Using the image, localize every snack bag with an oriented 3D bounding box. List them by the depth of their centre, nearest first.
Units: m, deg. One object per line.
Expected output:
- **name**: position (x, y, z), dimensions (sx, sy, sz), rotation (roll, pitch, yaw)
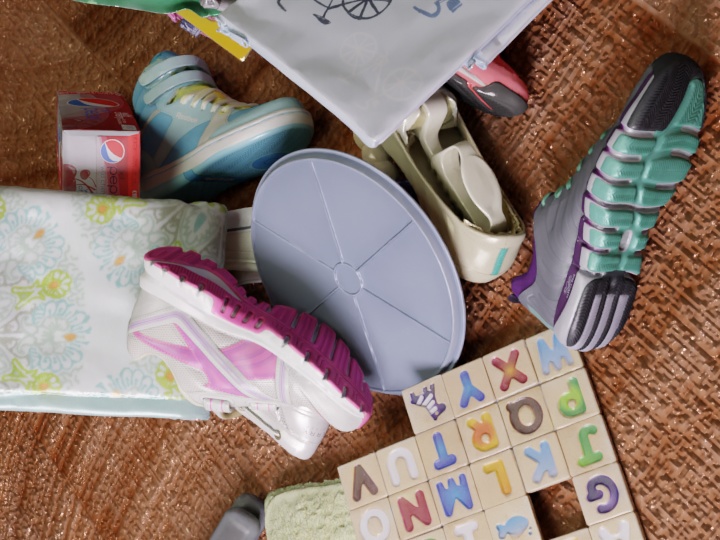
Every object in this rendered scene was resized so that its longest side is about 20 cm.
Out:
- **snack bag**: position (0.023, -0.189, 0.957), dimensions (0.200, 0.021, 0.189), rotation (-44, 58, -8)

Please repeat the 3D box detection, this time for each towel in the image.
- **towel**: position (0.001, 0.222, 1.030), dimensions (0.200, 0.036, 0.148), rotation (-20, 74, 40)
- **towel**: position (-0.207, 0.025, 1.061), dimensions (0.048, 0.200, 0.171), rotation (157, 118, -81)

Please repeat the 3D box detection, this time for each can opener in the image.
- **can opener**: position (-0.123, 0.273, 1.140), dimensions (0.066, 0.053, 0.200), rotation (28, 110, 5)

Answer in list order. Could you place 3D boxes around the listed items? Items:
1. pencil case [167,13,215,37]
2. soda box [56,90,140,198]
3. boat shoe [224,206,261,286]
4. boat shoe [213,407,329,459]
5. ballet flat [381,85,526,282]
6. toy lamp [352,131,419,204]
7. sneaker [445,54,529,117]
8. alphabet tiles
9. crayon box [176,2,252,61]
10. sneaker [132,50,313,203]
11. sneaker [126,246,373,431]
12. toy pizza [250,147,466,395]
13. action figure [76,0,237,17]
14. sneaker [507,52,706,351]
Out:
- **pencil case**: position (-0.094, -0.285, 1.126), dimensions (0.083, 0.087, 0.200), rotation (30, 104, 33)
- **soda box**: position (-0.225, -0.104, 1.180), dimensions (0.200, 0.063, 0.070), rotation (-128, 39, -69)
- **boat shoe**: position (-0.129, -0.002, 1.149), dimensions (0.200, 0.071, 0.070), rotation (-10, 75, 35)
- **boat shoe**: position (-0.103, 0.087, 1.114), dimensions (0.200, 0.071, 0.069), rotation (31, 105, 39)
- **ballet flat**: position (0.058, -0.087, 0.978), dimensions (0.069, 0.069, 0.200), rotation (-40, 68, 33)
- **toy lamp**: position (-0.004, -0.129, 1.053), dimensions (0.058, 0.058, 0.200), rotation (-36, 66, 35)
- **sneaker**: position (0.061, -0.192, 0.987), dimensions (0.087, 0.074, 0.200), rotation (-46, 63, 7)
- **alphabet tiles**: position (0.080, 0.148, 0.948), dimensions (0.200, 0.008, 0.167), rotation (-25, 70, 22)
- **crayon box**: position (-0.081, -0.278, 1.061), dimensions (0.200, 0.127, 0.051), rotation (-52, 10, 9)
- **sneaker**: position (-0.125, -0.136, 1.149), dimensions (0.200, 0.080, 0.131), rotation (-20, 74, 39)
- **sneaker**: position (-0.085, 0.066, 1.017), dimensions (0.200, 0.081, 0.088), rotation (31, 107, 5)
- **toy pizza**: position (0.000, 0.000, 1.014), dimensions (0.200, 0.032, 0.200), rotation (25, 131, 31)
- **action figure**: position (-0.101, -0.226, 1.022), dimensions (0.055, 0.200, 0.118), rotation (-114, 41, -76)
- **sneaker**: position (0.149, -0.052, 0.894), dimensions (0.088, 0.074, 0.200), rotation (34, 110, 44)
